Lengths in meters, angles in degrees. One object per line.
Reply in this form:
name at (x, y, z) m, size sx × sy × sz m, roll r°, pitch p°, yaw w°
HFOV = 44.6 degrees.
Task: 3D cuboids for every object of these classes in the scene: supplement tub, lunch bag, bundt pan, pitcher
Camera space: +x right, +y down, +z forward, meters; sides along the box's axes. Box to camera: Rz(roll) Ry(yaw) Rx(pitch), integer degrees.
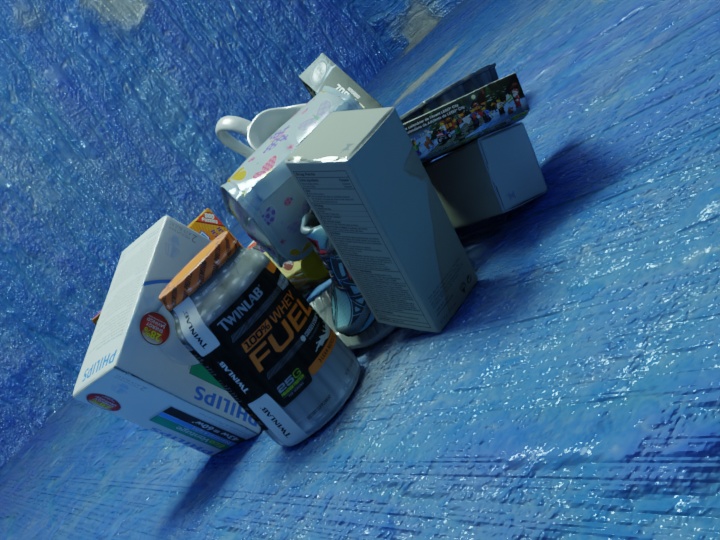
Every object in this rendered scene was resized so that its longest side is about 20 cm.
supplement tub at (-0.103, 0.067, 0.889) m, size 0.122 × 0.201 × 0.123 m, roll -40°, pitch 13°, yaw 11°
lunch bag at (-0.064, -0.101, 0.981) m, size 0.170 × 0.127 × 0.200 m, roll -45°, pitch -2°, yaw -10°
bundt pan at (0.132, -0.222, 1.307) m, size 0.199 × 0.077 × 0.202 m, roll -31°, pitch 2°, yaw 1°
pitcher at (-0.098, -0.147, 1.215) m, size 0.168 × 0.200 × 0.124 m, roll 13°, pitch 71°, yaw 23°

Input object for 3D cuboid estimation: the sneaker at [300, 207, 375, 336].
sneaker at (-0.026, -0.031, 0.899) m, size 0.094 × 0.205 × 0.079 m, roll -7°, pitch 14°, yaw -38°

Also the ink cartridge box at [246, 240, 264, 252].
ink cartridge box at (-0.210, -0.058, 1.977) m, size 0.108 × 0.050 × 0.201 m, roll -29°, pitch 18°, yaw 47°

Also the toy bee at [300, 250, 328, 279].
toy bee at (0.000, 0.000, 1.042) m, size 0.127 × 0.112 × 0.200 m, roll -2°, pitch -6°, yaw 6°

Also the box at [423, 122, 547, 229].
box at (0.114, -0.093, 0.977) m, size 0.067 × 0.084 × 0.199 m, roll -23°, pitch 4°, yaw -27°

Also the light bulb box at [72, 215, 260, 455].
light bulb box at (-0.207, 0.083, 1.052) m, size 0.124 × 0.196 × 0.204 m, roll -29°, pitch 41°, yaw 45°

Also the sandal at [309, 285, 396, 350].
sandal at (-0.018, 0.058, 0.988) m, size 0.200 × 0.084 × 0.049 m, roll -26°, pitch -23°, yaw 36°

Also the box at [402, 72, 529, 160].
box at (0.103, -0.150, 0.904) m, size 0.134 × 0.038 × 0.200 m, roll -23°, pitch 3°, yaw 11°

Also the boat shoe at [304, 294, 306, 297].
boat shoe at (-0.147, 0.055, 1.355) m, size 0.063 × 0.074 × 0.203 m, roll -7°, pitch 42°, yaw 56°

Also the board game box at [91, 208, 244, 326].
board game box at (-0.292, 0.062, 1.496) m, size 0.199 × 0.200 × 0.201 m, roll -29°, pitch 17°, yaw 47°

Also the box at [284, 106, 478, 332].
box at (0.023, -0.045, 0.822) m, size 0.094 × 0.202 × 0.078 m, roll 8°, pitch 47°, yaw 46°

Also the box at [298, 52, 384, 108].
box at (0.016, -0.162, 1.115) m, size 0.043 × 0.160 × 0.200 m, roll -42°, pitch -31°, yaw -2°

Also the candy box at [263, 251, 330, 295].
candy box at (-0.066, -0.021, 1.246) m, size 0.198 × 0.056 × 0.115 m, roll -31°, pitch -15°, yaw 27°
